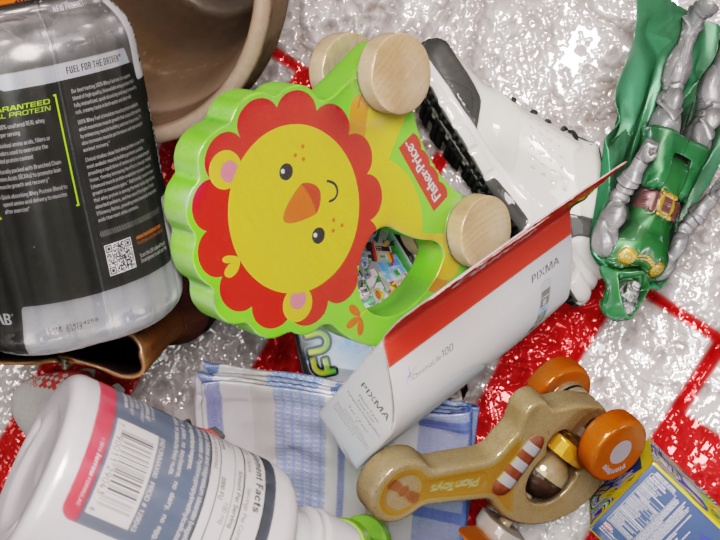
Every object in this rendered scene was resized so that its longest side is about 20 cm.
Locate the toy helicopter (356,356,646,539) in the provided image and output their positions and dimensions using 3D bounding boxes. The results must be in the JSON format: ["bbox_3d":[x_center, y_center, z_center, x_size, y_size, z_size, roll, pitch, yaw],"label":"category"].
[{"bbox_3d":[0.081,0.136,0.806,0.079,0.197,0.134,46,128,46],"label":"toy helicopter"}]

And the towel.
[{"bbox_3d":[-0.020,0.139,0.864,0.196,0.024,0.149,7,119,9],"label":"towel"}]

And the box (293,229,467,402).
[{"bbox_3d":[0.000,0.000,0.866,0.108,0.035,0.203,-13,93,11],"label":"box"}]

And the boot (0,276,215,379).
[{"bbox_3d":[-0.199,0.040,0.820,0.185,0.200,0.070,7,102,9],"label":"boot"}]

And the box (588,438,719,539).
[{"bbox_3d":[0.242,0.209,0.824,0.200,0.070,0.064,45,102,4],"label":"box"}]

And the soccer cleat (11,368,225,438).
[{"bbox_3d":[-0.181,0.122,0.858,0.198,0.085,0.070,16,119,30],"label":"soccer cleat"}]

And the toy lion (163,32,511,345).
[{"bbox_3d":[-0.018,-0.032,0.741,0.192,0.068,0.201,-48,125,-21],"label":"toy lion"}]

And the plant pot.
[{"bbox_3d":[-0.116,-0.197,0.787,0.197,0.175,0.204,6,110,17],"label":"plant pot"}]

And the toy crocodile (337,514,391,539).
[{"bbox_3d":[0.028,0.205,0.818,0.197,0.067,0.063,17,87,18],"label":"toy crocodile"}]

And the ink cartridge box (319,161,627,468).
[{"bbox_3d":[0.071,0.030,0.735,0.159,0.200,0.048,-33,81,-29],"label":"ink cartridge box"}]

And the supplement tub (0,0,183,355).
[{"bbox_3d":[-0.172,-0.067,0.688,0.120,0.123,0.203,-5,107,10],"label":"supplement tub"}]

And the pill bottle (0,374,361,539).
[{"bbox_3d":[-0.104,0.154,0.730,0.198,0.120,0.121,29,100,-20],"label":"pill bottle"}]

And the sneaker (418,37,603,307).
[{"bbox_3d":[0.108,-0.076,0.831,0.080,0.074,0.201,-38,93,-4],"label":"sneaker"}]

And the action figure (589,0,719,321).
[{"bbox_3d":[0.193,-0.064,0.786,0.117,0.055,0.203,20,90,-21],"label":"action figure"}]
